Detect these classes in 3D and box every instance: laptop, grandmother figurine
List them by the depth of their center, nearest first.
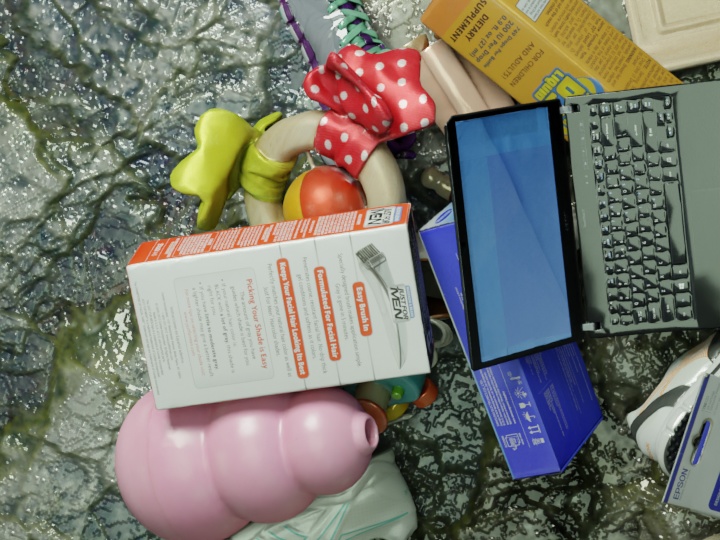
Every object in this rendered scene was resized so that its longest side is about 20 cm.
[{"bbox_3d":[0.172,-0.033,1.292,0.198,0.103,0.179,-5,98,13],"label":"laptop"},{"bbox_3d":[0.101,-0.093,1.404,0.121,0.061,0.201,-35,84,5],"label":"grandmother figurine"}]

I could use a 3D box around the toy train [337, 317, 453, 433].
[{"bbox_3d":[-0.036,0.062,1.383,0.199,0.151,0.056,15,56,7],"label":"toy train"}]

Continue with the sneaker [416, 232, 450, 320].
[{"bbox_3d":[0.000,0.000,1.401,0.198,0.085,0.073,3,110,10],"label":"sneaker"}]

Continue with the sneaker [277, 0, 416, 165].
[{"bbox_3d":[-0.002,-0.174,1.399,0.087,0.074,0.201,-10,97,51],"label":"sneaker"}]

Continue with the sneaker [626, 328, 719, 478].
[{"bbox_3d":[0.274,0.065,1.371,0.200,0.080,0.074,-43,115,-10],"label":"sneaker"}]

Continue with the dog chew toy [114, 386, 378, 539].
[{"bbox_3d":[-0.080,0.133,1.361,0.199,0.124,0.126,-11,88,25],"label":"dog chew toy"}]

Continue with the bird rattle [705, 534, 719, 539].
[{"bbox_3d":[0.275,0.256,1.324,0.199,0.113,0.163,32,56,33],"label":"bird rattle"}]

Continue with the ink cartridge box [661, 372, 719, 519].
[{"bbox_3d":[0.299,0.137,1.332,0.199,0.039,0.100,18,93,-27],"label":"ink cartridge box"}]

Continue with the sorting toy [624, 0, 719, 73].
[{"bbox_3d":[0.281,-0.259,1.391,0.184,0.036,0.202,-12,84,9],"label":"sorting toy"}]

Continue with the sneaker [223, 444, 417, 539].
[{"bbox_3d":[-0.048,0.212,1.423,0.199,0.070,0.081,-28,94,10],"label":"sneaker"}]

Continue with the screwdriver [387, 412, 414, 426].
[{"bbox_3d":[-0.053,0.140,1.446,0.199,0.028,0.029,-24,57,6],"label":"screwdriver"}]

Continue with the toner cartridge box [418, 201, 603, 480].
[{"bbox_3d":[0.112,0.042,1.356,0.043,0.095,0.201,-14,104,31],"label":"toner cartridge box"}]

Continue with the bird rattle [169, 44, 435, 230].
[{"bbox_3d":[-0.025,-0.072,1.356,0.199,0.113,0.164,-18,99,21],"label":"bird rattle"}]

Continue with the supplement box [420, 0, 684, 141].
[{"bbox_3d":[0.146,-0.156,1.367,0.200,0.069,0.067,37,136,-4],"label":"supplement box"}]

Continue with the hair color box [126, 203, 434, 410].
[{"bbox_3d":[-0.054,0.025,1.309,0.198,0.064,0.112,-7,107,7],"label":"hair color box"}]
